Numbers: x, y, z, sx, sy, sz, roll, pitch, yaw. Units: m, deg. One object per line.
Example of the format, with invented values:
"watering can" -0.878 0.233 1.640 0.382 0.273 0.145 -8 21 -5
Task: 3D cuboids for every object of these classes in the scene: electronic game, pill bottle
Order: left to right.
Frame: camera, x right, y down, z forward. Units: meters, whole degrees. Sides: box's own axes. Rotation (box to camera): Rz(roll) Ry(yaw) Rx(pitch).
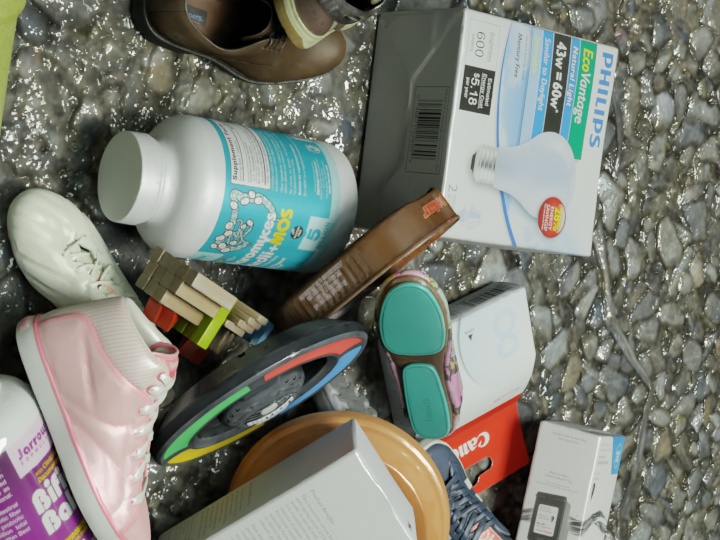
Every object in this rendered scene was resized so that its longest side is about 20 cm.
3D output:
"pill bottle" -0.269 0.149 1.051 0.112 0.112 0.202 -36 118 -29
"pill bottle" -0.107 -0.062 1.150 0.198 0.110 0.113 7 93 -38
"electronic game" -0.081 0.100 1.160 0.198 0.200 0.042 -23 74 -34

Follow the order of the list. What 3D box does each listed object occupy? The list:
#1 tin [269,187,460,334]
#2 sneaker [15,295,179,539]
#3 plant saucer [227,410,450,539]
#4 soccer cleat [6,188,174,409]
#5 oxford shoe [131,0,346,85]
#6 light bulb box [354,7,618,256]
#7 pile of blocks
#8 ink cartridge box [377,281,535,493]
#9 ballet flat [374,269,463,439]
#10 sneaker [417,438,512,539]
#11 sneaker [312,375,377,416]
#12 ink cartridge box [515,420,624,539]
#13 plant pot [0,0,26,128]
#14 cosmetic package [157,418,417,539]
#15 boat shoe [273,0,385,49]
"tin" 0.000 0.000 1.189 0.042 0.200 0.112 51 37 0
"sneaker" -0.170 0.113 1.059 0.103 0.075 0.203 -20 101 -1
"plant saucer" -0.020 0.222 1.240 0.197 0.037 0.203 0 104 -1
"soccer cleat" -0.201 0.023 1.108 0.069 0.077 0.202 -40 119 -26
"oxford shoe" -0.081 -0.191 1.168 0.198 0.084 0.074 4 93 -41
"light bulb box" 0.115 -0.122 1.310 0.198 0.124 0.202 5 94 -38
"pile of blocks" -0.118 0.046 1.138 0.063 0.082 0.200 -57 160 -4
"ink cartridge box" 0.106 0.132 1.392 0.159 0.047 0.203 -24 110 -33
"ballet flat" 0.055 0.061 1.265 0.072 0.068 0.202 -73 156 -46
"sneaker" 0.101 0.239 1.360 0.075 0.084 0.201 -44 132 -19
"sneaker" -0.011 0.193 1.291 0.075 0.081 0.203 -29 100 -73
"ink cartridge box" 0.206 0.258 1.453 0.116 0.066 0.203 14 88 -67
"plant pot" -0.308 -0.124 0.944 0.198 0.199 0.187 -11 115 -37
"cosmetic package" -0.062 0.222 1.183 0.198 0.071 0.102 -31 105 8
"boat shoe" -0.006 -0.236 1.185 0.074 0.064 0.200 64 29 -20
